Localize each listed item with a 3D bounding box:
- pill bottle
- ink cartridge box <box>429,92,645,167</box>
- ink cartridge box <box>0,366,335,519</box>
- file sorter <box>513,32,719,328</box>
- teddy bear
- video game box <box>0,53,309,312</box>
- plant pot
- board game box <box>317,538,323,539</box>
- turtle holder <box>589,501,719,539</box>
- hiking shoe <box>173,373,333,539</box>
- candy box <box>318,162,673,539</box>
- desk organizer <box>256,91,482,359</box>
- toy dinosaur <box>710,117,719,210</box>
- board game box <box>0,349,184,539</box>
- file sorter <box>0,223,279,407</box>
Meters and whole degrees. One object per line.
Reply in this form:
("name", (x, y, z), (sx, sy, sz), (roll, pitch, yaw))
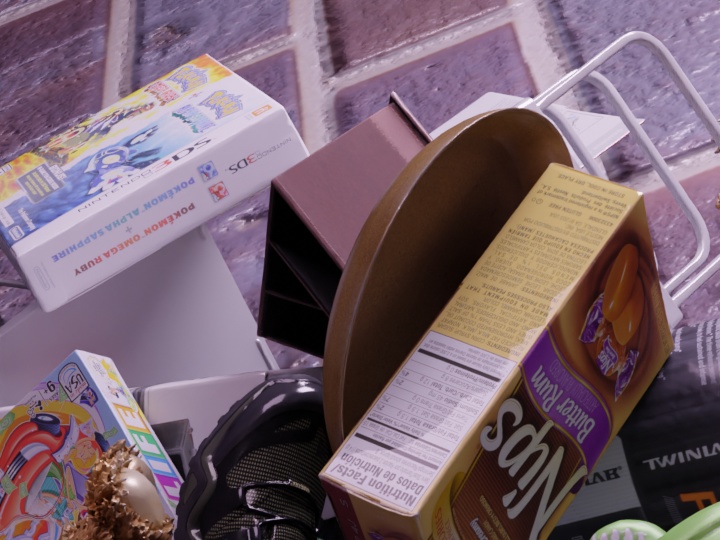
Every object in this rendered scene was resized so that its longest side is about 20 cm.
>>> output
("pill bottle", (0.180, 0.077, 1.229), (0.199, 0.106, 0.106), (-15, 26, 17))
("ink cartridge box", (0.072, -0.044, 1.634), (0.200, 0.044, 0.173), (-36, 28, -24))
("ink cartridge box", (-0.095, 0.104, 1.372), (0.199, 0.083, 0.147), (-9, -4, 27))
("file sorter", (0.100, -0.022, 1.370), (0.124, 0.139, 0.200), (-38, 5, -40))
("teddy bear", (-0.137, 0.176, 1.162), (0.067, 0.201, 0.145), (14, 17, -10))
("video game box", (-0.141, -0.059, 1.521), (0.182, 0.047, 0.200), (-28, 20, -9))
("plant pot", (0.039, 0.019, 1.138), (0.027, 0.200, 0.200), (20, 46, 31))
("board game box", (-0.029, 0.222, 1.131), (0.105, 0.023, 0.200), (-51, 29, 20))
("turtle holder", (0.186, 0.171, 1.042), (0.185, 0.141, 0.132), (7, 23, -37))
("hiking shoe", (-0.038, 0.147, 1.105), (0.101, 0.076, 0.201), (14, 85, 46))
("candy box", (0.068, 0.063, 1.129), (0.056, 0.117, 0.200), (21, 59, 31))
("desk organizer", (0.000, 0.000, 1.256), (0.077, 0.072, 0.200), (-33, -17, -17))
("toy dinosaur", (0.277, -0.066, 1.505), (0.106, 0.060, 0.200), (32, 63, 32))
("board game box", (-0.178, 0.157, 1.298), (0.200, 0.034, 0.135), (-43, 63, 15))
("file sorter", (-0.180, 0.061, 1.541), (0.200, 0.139, 0.124), (-39, 26, -29))
